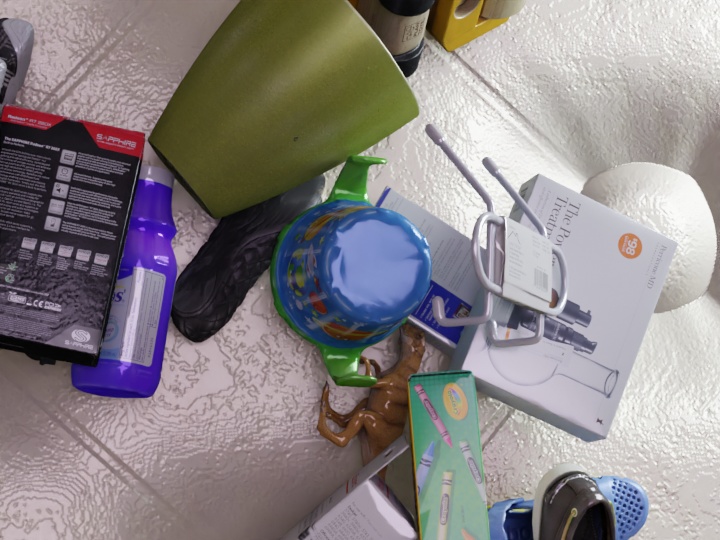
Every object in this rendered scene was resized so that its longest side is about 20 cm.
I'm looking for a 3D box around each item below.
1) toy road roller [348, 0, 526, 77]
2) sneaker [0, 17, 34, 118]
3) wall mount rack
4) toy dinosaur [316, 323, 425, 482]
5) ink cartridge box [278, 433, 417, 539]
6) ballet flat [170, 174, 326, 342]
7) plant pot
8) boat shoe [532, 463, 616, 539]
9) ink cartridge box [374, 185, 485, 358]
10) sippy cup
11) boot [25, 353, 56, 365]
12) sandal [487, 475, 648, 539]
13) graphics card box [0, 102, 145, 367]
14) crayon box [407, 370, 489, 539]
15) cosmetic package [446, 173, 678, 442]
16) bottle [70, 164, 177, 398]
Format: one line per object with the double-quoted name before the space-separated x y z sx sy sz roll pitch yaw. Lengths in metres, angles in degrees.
"toy road roller" 0.055 -0.286 1.596 0.199 0.123 0.146 -27 65 -24
"sneaker" -0.354 -0.169 1.465 0.114 0.200 0.075 14 119 -2
"wall mount rack" 0.112 -0.030 1.474 0.074 0.200 0.175 -4 77 27
"toy dinosaur" 0.013 0.144 1.540 0.106 0.060 0.201 11 87 -2
"ink cartridge box" -0.016 0.232 1.469 0.200 0.116 0.068 -41 90 0
"ballet flat" -0.103 -0.020 1.560 0.066 0.057 0.200 33 67 23
"plant pot" -0.082 -0.143 1.523 0.200 0.187 0.187 -42 91 -5
"boat shoe" 0.186 0.269 1.498 0.071 0.061 0.202 -14 116 -20
"ink cartridge box" 0.079 0.017 1.593 0.200 0.039 0.100 34 75 -7
"sippy cup" 0.000 0.000 1.486 0.139 0.130 0.178 -32 94 -15
"boot" -0.330 -0.020 1.486 0.162 0.073 0.199 6 73 -14
"sandal" 0.173 0.232 1.555 0.199 0.087 0.080 -14 82 -17
"graphics card box" -0.259 -0.029 1.442 0.125 0.051 0.201 11 71 -8
"crayon box" 0.075 0.194 1.458 0.058 0.119 0.201 -4 76 1
"cosmetic package" 0.185 0.035 1.572 0.150 0.052 0.201 25 75 -11
"bottle" -0.200 0.009 1.505 0.065 0.083 0.201 19 75 -43
